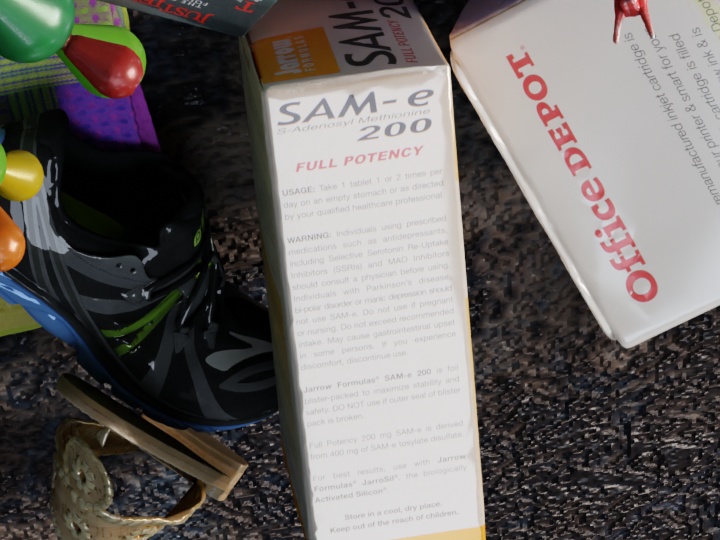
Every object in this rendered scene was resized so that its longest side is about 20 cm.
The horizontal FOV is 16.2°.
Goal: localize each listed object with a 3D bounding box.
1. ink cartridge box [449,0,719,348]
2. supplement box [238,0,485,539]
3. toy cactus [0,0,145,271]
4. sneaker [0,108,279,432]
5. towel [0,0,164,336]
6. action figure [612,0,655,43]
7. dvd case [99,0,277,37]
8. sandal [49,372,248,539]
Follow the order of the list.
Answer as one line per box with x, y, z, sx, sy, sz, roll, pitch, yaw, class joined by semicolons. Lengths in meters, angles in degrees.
0.155;-0.083;0.982;0.199;0.083;0.146;-26;104;19;ink cartridge box
0.000;0.000;0.998;0.073;0.126;0.201;-7;112;-5;supplement box
-0.158;-0.079;0.855;0.199;0.103;0.165;4;143;-21;toy cactus
-0.085;0.002;1.047;0.083;0.071;0.199;-28;133;27;sneaker
-0.152;-0.040;1.058;0.143;0.023;0.200;-9;138;0;towel
0.036;-0.128;0.905;0.199;0.099;0.065;-11;143;23;action figure
-0.067;-0.140;0.846;0.145;0.022;0.200;12;156;-21;dvd case
-0.101;0.098;1.108;0.070;0.077;0.212;-57;170;-1;sandal
